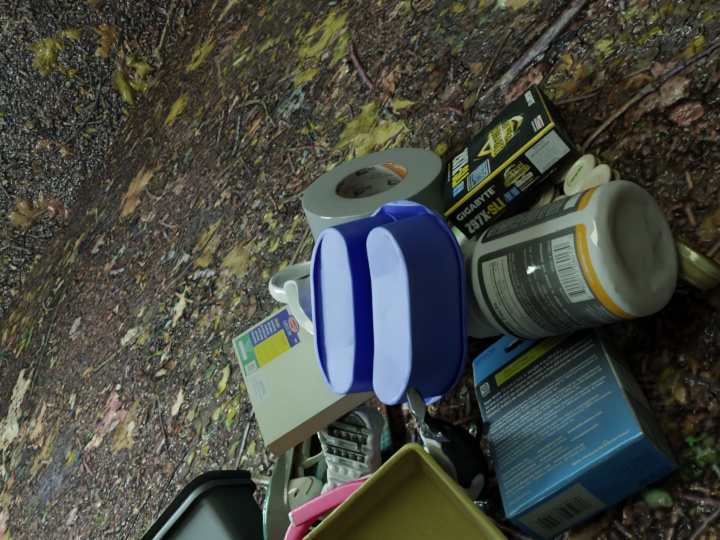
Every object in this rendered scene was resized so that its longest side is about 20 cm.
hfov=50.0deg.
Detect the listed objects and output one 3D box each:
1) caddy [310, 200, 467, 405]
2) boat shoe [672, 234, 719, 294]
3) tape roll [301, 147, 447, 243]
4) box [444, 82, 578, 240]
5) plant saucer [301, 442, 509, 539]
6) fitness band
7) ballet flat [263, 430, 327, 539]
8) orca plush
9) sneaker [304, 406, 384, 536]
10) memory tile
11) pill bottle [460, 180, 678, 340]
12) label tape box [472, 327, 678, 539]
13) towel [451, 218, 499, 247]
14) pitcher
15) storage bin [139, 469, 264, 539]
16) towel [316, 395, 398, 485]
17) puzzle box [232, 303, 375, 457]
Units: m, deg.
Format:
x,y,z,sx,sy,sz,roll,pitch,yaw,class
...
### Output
x,y,z,sx,sy,sz,roll,pitch,yaw,class
0.033,0.035,0.742,0.140,0.104,0.203,3,98,43,caddy
0.268,-0.009,0.751,0.063,0.073,0.200,-60,22,3,boat shoe
0.023,-0.095,1.054,0.198,0.067,0.201,-14,29,8,tape roll
0.175,-0.138,0.941,0.160,0.049,0.200,-42,15,23,box
0.051,0.281,0.702,0.200,0.200,0.048,-45,-3,16,plant saucer
-0.004,0.295,0.795,0.199,0.037,0.145,-32,71,26,fitness band
-0.072,0.241,0.933,0.063,0.067,0.202,-15,50,29,ballet flat
0.086,0.166,0.736,0.104,0.201,0.071,10,54,37,orca plush
-0.011,0.250,0.871,0.074,0.081,0.202,15,97,22,sneaker
0.199,-0.039,0.843,0.201,0.017,0.154,-59,16,18,memory tile
0.174,0.000,0.708,0.199,0.116,0.117,-20,46,51,pill bottle
0.189,0.129,0.729,0.143,0.066,0.201,-40,28,23,label tape box
0.124,0.004,0.919,0.149,0.031,0.200,-49,18,14,towel
0.000,0.000,0.896,0.199,0.122,0.171,-30,33,-17,pitcher
-0.184,0.369,0.956,0.200,0.145,0.134,-48,61,10,storage bin
-0.037,0.217,0.984,0.199,0.022,0.148,-38,37,25,towel
-0.071,0.109,0.899,0.132,0.026,0.200,-32,36,0,puzzle box
